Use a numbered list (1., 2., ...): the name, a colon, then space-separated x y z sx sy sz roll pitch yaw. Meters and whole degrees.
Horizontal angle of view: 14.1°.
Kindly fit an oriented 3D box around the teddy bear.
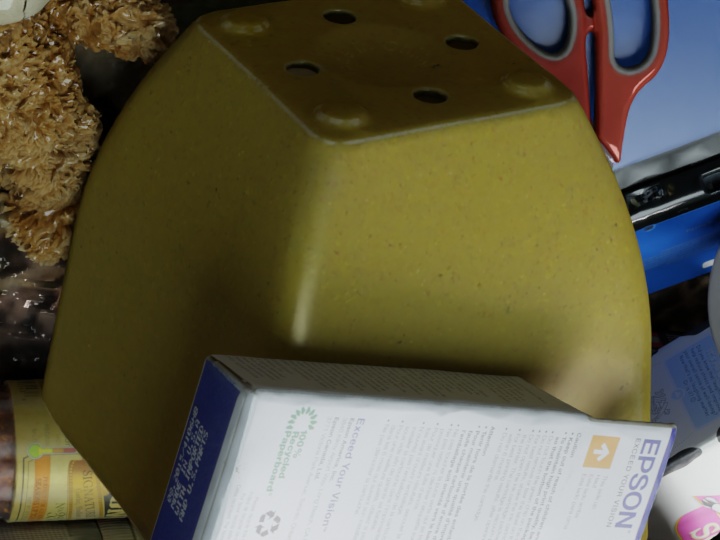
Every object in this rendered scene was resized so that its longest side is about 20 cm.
1. teddy bear: -0.146 -0.073 1.162 0.145 0.067 0.200 5 126 -23

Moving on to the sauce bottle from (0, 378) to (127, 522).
1. sauce bottle: -0.078 0.078 1.302 0.200 0.066 0.066 -2 128 -13

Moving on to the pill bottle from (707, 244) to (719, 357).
1. pill bottle: 0.250 0.017 1.278 0.200 0.114 0.114 5 128 -45

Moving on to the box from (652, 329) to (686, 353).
1. box: 0.203 0.087 1.409 0.200 0.035 0.110 5 125 -19

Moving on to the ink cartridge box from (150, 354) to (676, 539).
1. ink cartridge box: 0.005 0.132 1.097 0.200 0.043 0.197 6 109 -36

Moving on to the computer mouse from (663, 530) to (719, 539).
1. computer mouse: 0.141 0.128 1.227 0.140 0.046 0.200 -19 166 18

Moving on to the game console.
1. game console: 0.152 -0.081 1.273 0.200 0.118 0.171 -19 161 0

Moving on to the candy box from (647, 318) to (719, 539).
1. candy box: 0.137 0.134 1.357 0.200 0.072 0.168 -32 128 11

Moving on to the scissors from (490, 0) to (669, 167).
1. scissors: 0.104 -0.044 1.213 0.073 0.014 0.200 -11 96 -3

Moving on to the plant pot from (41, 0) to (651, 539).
1. plant pot: 0.000 0.000 1.165 0.194 0.196 0.200 -11 126 -27

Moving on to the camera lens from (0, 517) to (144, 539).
1. camera lens: -0.156 0.191 1.306 0.200 0.160 0.160 -2 128 -15
